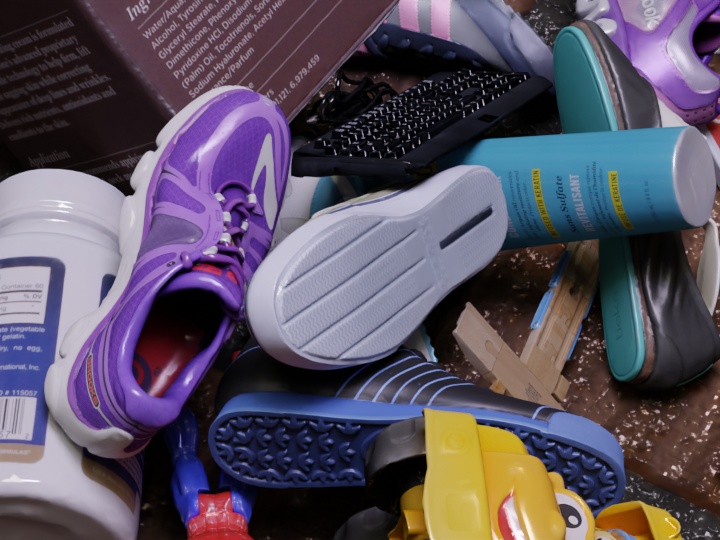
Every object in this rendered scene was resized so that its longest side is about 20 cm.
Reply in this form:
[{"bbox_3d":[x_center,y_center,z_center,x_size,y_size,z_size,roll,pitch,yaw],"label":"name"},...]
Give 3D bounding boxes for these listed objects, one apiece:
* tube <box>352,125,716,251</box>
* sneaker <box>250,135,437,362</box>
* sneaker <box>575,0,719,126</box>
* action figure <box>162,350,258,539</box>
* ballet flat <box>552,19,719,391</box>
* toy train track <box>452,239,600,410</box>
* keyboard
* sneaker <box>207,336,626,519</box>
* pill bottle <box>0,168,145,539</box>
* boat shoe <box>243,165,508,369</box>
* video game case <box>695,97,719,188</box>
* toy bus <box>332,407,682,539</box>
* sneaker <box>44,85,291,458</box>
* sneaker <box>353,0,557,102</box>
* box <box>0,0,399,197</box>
[{"bbox_3d":[0.082,-0.040,1.276,0.200,0.078,0.050,-5,21,33],"label":"tube"},{"bbox_3d":[-0.025,0.011,1.290,0.081,0.077,0.200,-19,54,-11],"label":"sneaker"},{"bbox_3d":[0.165,-0.153,1.407,0.088,0.081,0.201,-7,59,9],"label":"sneaker"},{"bbox_3d":[-0.068,0.135,1.211,0.065,0.099,0.200,-5,32,-2],"label":"action figure"},{"bbox_3d":[0.150,-0.036,1.311,0.068,0.068,0.201,-6,83,-21],"label":"ballet flat"},{"bbox_3d":[0.090,0.040,1.286,0.115,0.032,0.200,48,43,-20],"label":"toy train track"},{"bbox_3d":[0.021,-0.089,1.294,0.104,0.040,0.200,-1,14,24],"label":"keyboard"},{"bbox_3d":[0.030,0.068,1.184,0.199,0.070,0.078,9,39,4],"label":"sneaker"},{"bbox_3d":[-0.159,0.053,1.231,0.111,0.111,0.200,2,53,0],"label":"pill bottle"},{"bbox_3d":[0.000,0.000,1.193,0.062,0.072,0.200,-8,11,36],"label":"boat shoe"},{"bbox_3d":[0.300,-0.060,1.386,0.199,0.017,0.143,-15,56,-13],"label":"video game case"},{"bbox_3d":[0.089,0.159,1.113,0.191,0.200,0.136,3,55,-9],"label":"toy bus"},{"bbox_3d":[-0.072,0.000,1.168,0.081,0.083,0.200,34,60,-25],"label":"sneaker"},{"bbox_3d":[0.028,-0.140,1.419,0.200,0.070,0.082,37,82,22],"label":"sneaker"},{"bbox_3d":[-0.123,-0.156,1.300,0.164,0.166,0.200,-49,113,-30],"label":"box"}]
